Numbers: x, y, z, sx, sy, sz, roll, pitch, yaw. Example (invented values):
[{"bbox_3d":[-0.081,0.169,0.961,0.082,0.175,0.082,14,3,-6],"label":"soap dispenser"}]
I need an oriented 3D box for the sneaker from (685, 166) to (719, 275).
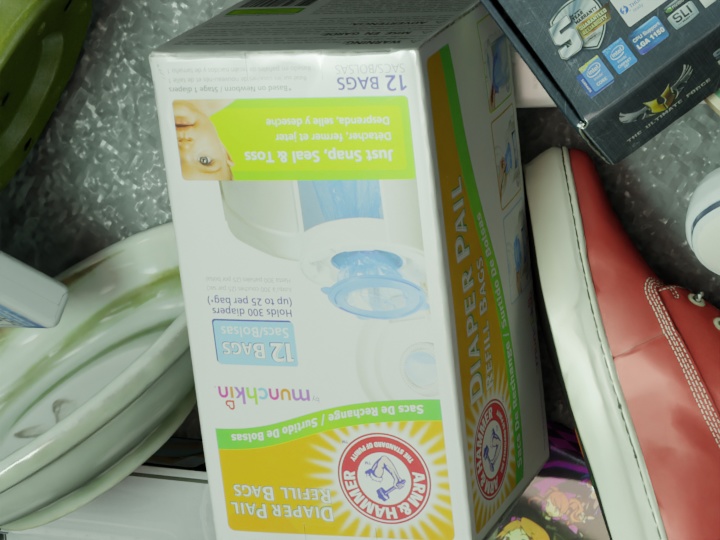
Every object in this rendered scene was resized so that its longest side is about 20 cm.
[{"bbox_3d":[0.215,0.005,0.978,0.200,0.071,0.073,9,140,17],"label":"sneaker"}]

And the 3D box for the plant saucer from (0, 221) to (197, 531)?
[{"bbox_3d":[-0.122,0.055,1.100,0.200,0.200,0.050,-26,110,26],"label":"plant saucer"}]

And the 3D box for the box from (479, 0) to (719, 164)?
[{"bbox_3d":[0.122,-0.160,0.966,0.200,0.051,0.158,-36,66,7],"label":"box"}]

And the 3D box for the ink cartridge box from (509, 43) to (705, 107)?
[{"bbox_3d":[0.107,-0.146,1.049,0.199,0.047,0.161,-1,98,8],"label":"ink cartridge box"}]

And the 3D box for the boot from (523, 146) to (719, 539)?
[{"bbox_3d":[0.149,0.031,1.045,0.144,0.072,0.200,-18,74,2],"label":"boot"}]

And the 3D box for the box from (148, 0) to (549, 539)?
[{"bbox_3d":[0.000,0.000,1.025,0.112,0.101,0.200,1,108,22],"label":"box"}]

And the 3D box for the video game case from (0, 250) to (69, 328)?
[{"bbox_3d":[-0.250,-0.023,1.119,0.182,0.200,0.022,0,67,49],"label":"video game case"}]

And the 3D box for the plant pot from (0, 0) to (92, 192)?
[{"bbox_3d":[-0.226,-0.114,1.130,0.193,0.200,0.201,30,110,5],"label":"plant pot"}]

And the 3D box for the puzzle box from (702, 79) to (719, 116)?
[{"bbox_3d":[0.196,-0.086,0.965,0.133,0.025,0.200,-44,68,5],"label":"puzzle box"}]

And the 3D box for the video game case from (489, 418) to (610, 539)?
[{"bbox_3d":[0.104,0.173,1.097,0.200,0.036,0.182,26,107,19],"label":"video game case"}]

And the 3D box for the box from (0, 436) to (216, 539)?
[{"bbox_3d":[-0.108,0.133,1.175,0.200,0.060,0.117,5,100,24],"label":"box"}]
